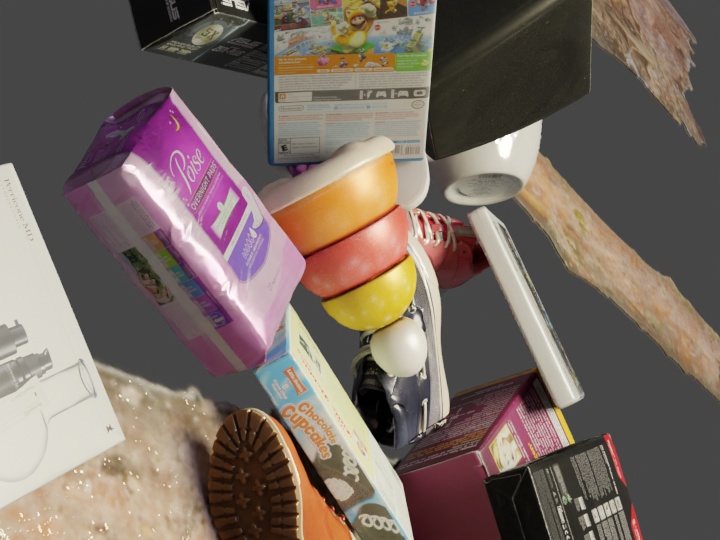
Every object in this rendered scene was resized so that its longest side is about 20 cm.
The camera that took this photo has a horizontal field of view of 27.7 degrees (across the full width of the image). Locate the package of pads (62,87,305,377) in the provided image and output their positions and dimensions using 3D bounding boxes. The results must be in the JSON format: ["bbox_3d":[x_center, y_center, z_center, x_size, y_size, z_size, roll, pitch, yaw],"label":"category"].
[{"bbox_3d":[-0.129,-0.030,1.121,0.201,0.075,0.121,53,32,-25],"label":"package of pads"}]

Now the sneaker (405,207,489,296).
[{"bbox_3d":[0.065,-0.035,1.410,0.200,0.086,0.075,32,44,-59],"label":"sneaker"}]

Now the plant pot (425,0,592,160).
[{"bbox_3d":[0.087,-0.228,1.378,0.200,0.177,0.200,47,-11,25],"label":"plant pot"}]

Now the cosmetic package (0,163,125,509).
[{"bbox_3d":[-0.243,0.044,0.913,0.151,0.051,0.202,-27,96,-63],"label":"cosmetic package"}]

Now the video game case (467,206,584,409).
[{"bbox_3d":[0.165,0.039,1.433,0.202,0.023,0.182,65,9,8],"label":"video game case"}]

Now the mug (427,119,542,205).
[{"bbox_3d":[0.097,-0.168,1.534,0.198,0.148,0.178,4,68,-25],"label":"mug"}]

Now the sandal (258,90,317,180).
[{"bbox_3d":[-0.030,-0.077,1.337,0.082,0.049,0.205,-35,103,-60],"label":"sandal"}]

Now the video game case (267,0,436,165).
[{"bbox_3d":[-0.009,-0.179,1.242,0.018,0.141,0.202,-101,-169,-51],"label":"video game case"}]

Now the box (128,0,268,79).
[{"bbox_3d":[-0.118,-0.269,1.277,0.199,0.085,0.166,3,70,-58],"label":"box"}]

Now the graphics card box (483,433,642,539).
[{"bbox_3d":[0.187,0.224,1.300,0.199,0.050,0.127,-6,78,-61],"label":"graphics card box"}]

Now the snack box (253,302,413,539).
[{"bbox_3d":[-0.022,0.133,1.192,0.201,0.037,0.116,59,6,-17],"label":"snack box"}]

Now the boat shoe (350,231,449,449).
[{"bbox_3d":[0.026,0.063,1.300,0.093,0.074,0.203,-29,108,-57],"label":"boat shoe"}]

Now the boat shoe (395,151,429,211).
[{"bbox_3d":[0.005,-0.129,1.373,0.201,0.072,0.066,52,-1,26],"label":"boat shoe"}]

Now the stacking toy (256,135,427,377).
[{"bbox_3d":[0.000,0.000,1.234,0.202,0.145,0.146,63,30,-4],"label":"stacking toy"}]

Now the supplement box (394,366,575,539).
[{"bbox_3d":[0.125,0.196,1.369,0.132,0.102,0.200,65,29,-8],"label":"supplement box"}]

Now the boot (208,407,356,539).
[{"bbox_3d":[-0.052,0.193,1.120,0.107,0.074,0.203,-31,107,-63],"label":"boot"}]
